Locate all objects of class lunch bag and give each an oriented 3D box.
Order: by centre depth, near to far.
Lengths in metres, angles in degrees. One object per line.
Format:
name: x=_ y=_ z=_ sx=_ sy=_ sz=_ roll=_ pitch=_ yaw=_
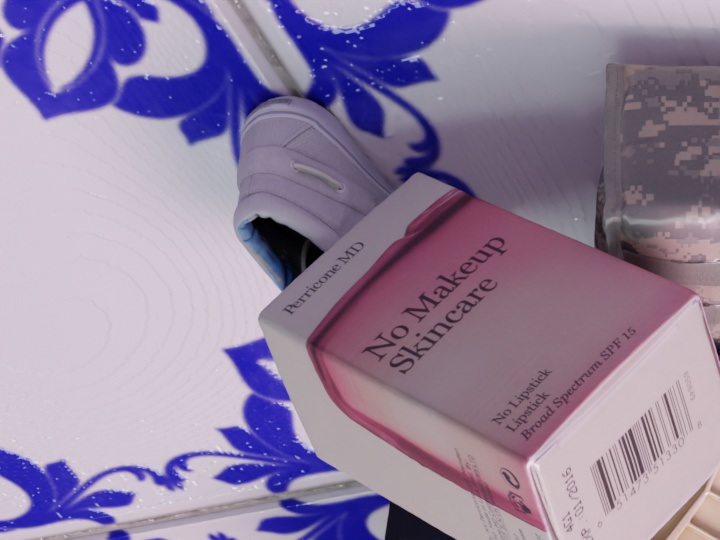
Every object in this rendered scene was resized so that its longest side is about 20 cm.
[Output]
lunch bag: x=0.203 y=-0.008 z=1.166 sx=0.163 sy=0.118 sz=0.201 roll=1 pitch=146 yaw=6

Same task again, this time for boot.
boot: x=0.000 y=0.000 z=1.230 sx=0.073 sy=0.096 sz=0.200 roll=-26 pitch=128 yaw=35

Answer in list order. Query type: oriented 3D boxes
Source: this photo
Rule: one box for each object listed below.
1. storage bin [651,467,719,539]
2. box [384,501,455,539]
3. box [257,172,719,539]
storage bin: x=0.210 y=0.139 z=1.243 sx=0.198 sy=0.094 sz=0.200 roll=29 pitch=176 yaw=4
box: x=0.104 y=0.252 z=1.429 sx=0.104 sy=0.183 sz=0.200 roll=-21 pitch=130 yaw=32
box: x=0.067 y=0.054 z=1.115 sx=0.199 sy=0.128 sz=0.109 roll=26 pitch=149 yaw=43
